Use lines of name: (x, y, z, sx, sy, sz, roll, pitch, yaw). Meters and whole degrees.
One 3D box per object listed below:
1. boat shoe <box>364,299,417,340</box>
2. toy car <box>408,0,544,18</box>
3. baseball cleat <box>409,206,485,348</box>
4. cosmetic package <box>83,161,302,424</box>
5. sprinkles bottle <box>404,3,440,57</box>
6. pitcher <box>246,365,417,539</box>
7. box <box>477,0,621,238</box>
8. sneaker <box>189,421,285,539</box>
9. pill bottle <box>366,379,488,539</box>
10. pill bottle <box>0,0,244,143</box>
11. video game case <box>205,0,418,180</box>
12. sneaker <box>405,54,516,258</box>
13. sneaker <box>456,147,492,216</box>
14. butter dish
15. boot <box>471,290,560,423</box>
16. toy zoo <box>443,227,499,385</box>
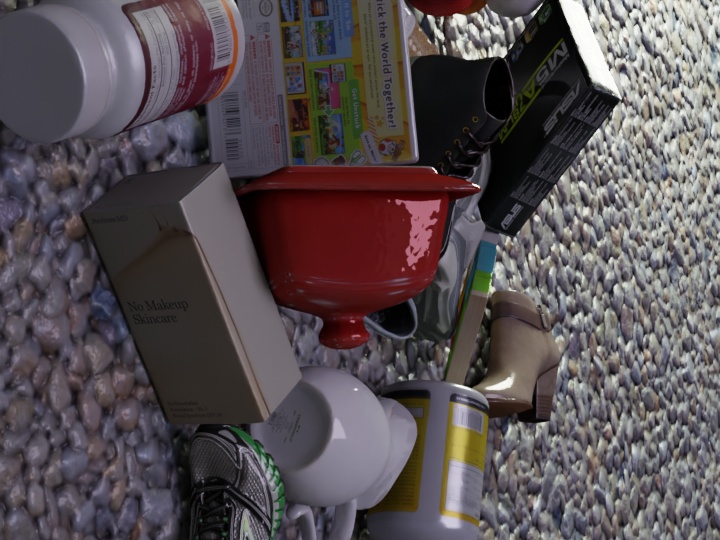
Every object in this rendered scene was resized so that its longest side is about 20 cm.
boat shoe: (0.000, 0.001, 1.513, 0.070, 0.071, 0.201, -48, 137, -7)
toy car: (0.105, -0.346, 1.692, 0.150, 0.175, 0.200, -39, 161, -9)
baseball cleat: (0.089, 0.003, 1.604, 0.107, 0.070, 0.200, -53, 168, -21)
cosmetic package: (-0.132, 0.021, 1.278, 0.073, 0.103, 0.201, -49, 126, -49)
sprinkles bottle: (0.001, -0.265, 1.556, 0.200, 0.068, 0.069, 49, 45, -34)
pitcher: (-0.032, 0.179, 1.427, 0.200, 0.121, 0.173, 35, 71, -65)
box: (0.185, -0.168, 1.698, 0.047, 0.200, 0.194, 23, 33, -22)
sneaker: (-0.108, 0.223, 1.313, 0.085, 0.078, 0.202, -21, 104, -58)
pill bottle: (0.065, 0.217, 1.572, 0.112, 0.111, 0.201, 34, 58, -52)
pill bottle: (-0.185, -0.163, 1.205, 0.200, 0.114, 0.115, -30, 111, -56)
video game case: (-0.048, -0.185, 1.384, 0.023, 0.181, 0.202, 86, -2, -86)
sneaker: (0.081, -0.099, 1.450, 0.075, 0.106, 0.202, 1, 91, -48)
sneaker: (0.083, -0.080, 1.667, 0.079, 0.074, 0.202, 14, 85, -48)
butter dish: (-0.016, -0.008, 1.329, 0.198, 0.199, 0.149, -1, 89, -16)
boot: (0.169, 0.095, 1.820, 0.200, 0.070, 0.147, 20, 63, -58)
toy zoo: (0.120, 0.028, 1.686, 0.200, 0.020, 0.132, -73, 177, -58)
